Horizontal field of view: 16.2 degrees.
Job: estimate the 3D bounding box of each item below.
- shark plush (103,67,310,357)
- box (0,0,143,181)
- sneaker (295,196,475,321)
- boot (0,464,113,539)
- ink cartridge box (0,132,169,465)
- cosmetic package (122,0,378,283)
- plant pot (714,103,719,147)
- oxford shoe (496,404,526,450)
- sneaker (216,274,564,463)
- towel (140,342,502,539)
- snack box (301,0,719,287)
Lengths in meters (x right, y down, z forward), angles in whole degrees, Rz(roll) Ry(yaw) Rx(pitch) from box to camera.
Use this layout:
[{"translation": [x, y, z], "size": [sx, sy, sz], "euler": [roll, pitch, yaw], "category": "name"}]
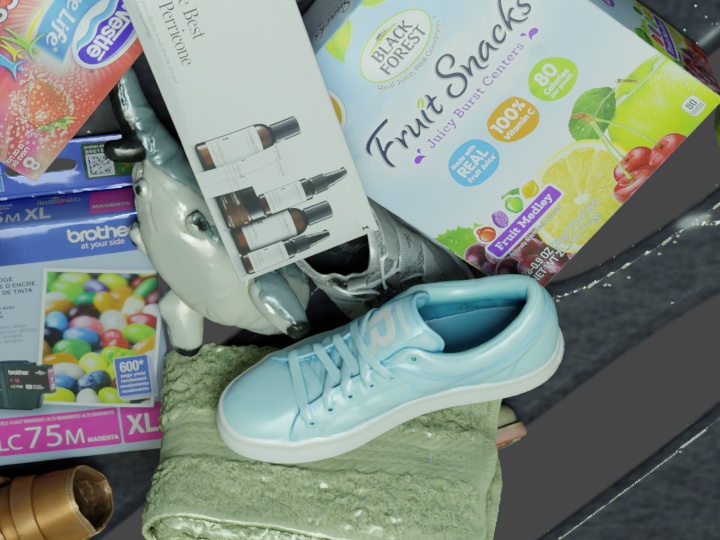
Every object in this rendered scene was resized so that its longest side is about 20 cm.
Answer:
[{"translation": [-0.097, -0.034, 1.420], "size": [0.091, 0.083, 0.200], "euler": [-23, 118, 40], "category": "shark plush"}, {"translation": [-0.151, -0.161, 1.315], "size": [0.095, 0.103, 0.200], "euler": [32, 112, -24], "category": "box"}, {"translation": [0.000, 0.000, 1.442], "size": [0.075, 0.082, 0.200], "euler": [-40, 118, 17], "category": "sneaker"}, {"translation": [-0.234, 0.158, 1.456], "size": [0.155, 0.200, 0.074], "euler": [-15, 99, 11], "category": "boot"}, {"translation": [-0.174, 0.020, 1.461], "size": [0.119, 0.042, 0.200], "euler": [-6, 120, -3], "category": "ink cartridge box"}, {"translation": [-0.058, -0.091, 1.292], "size": [0.083, 0.051, 0.200], "euler": [-23, 130, -2], "category": "cosmetic package"}, {"translation": [0.290, -0.118, 1.352], "size": [0.200, 0.200, 0.193], "euler": [18, 129, -17], "category": "plant pot"}, {"translation": [0.004, 0.090, 1.506], "size": [0.200, 0.074, 0.071], "euler": [-5, 164, -23], "category": "oxford shoe"}, {"translation": [0.012, 0.042, 1.392], "size": [0.200, 0.074, 0.082], "euler": [-19, 145, -5], "category": "sneaker"}, {"translation": [-0.019, 0.105, 1.430], "size": [0.200, 0.148, 0.036], "euler": [6, 138, -2], "category": "towel"}, {"translation": [0.069, -0.102, 1.396], "size": [0.200, 0.068, 0.169], "euler": [33, 114, -21], "category": "snack box"}]
